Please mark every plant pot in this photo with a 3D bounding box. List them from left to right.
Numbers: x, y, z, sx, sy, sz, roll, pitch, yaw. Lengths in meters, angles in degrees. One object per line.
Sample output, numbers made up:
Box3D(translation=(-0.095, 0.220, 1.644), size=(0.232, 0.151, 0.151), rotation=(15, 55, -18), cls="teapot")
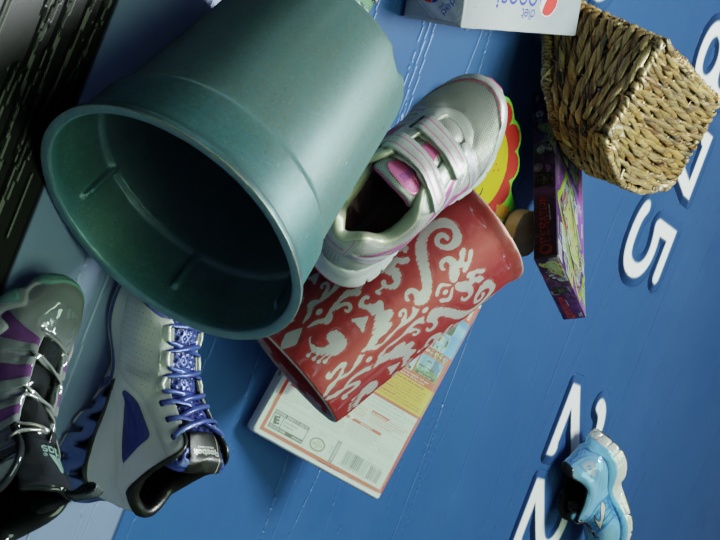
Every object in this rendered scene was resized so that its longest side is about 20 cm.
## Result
Box3D(translation=(-0.078, -0.091, 0.941), size=(0.196, 0.200, 0.200), rotation=(-54, 143, -34), cls="plant pot")

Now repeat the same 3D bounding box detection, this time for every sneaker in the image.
Box3D(translation=(-0.209, 0.104, 0.887), size=(0.200, 0.140, 0.078), rotation=(-60, 144, -13), cls="sneaker")
Box3D(translation=(-0.137, 0.094, 1.003), size=(0.081, 0.115, 0.200), rotation=(20, 90, -56), cls="sneaker")
Box3D(translation=(0.042, -0.072, 1.040), size=(0.200, 0.081, 0.088), rotation=(-50, 178, -8), cls="sneaker")
Box3D(translation=(0.282, 0.291, 1.725), size=(0.090, 0.078, 0.200), rotation=(-28, 127, -20), cls="sneaker")

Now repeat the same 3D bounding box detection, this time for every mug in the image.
Box3D(translation=(0.003, 0.006, 1.140), size=(0.200, 0.178, 0.133), rotation=(-42, 156, -11), cls="mug")

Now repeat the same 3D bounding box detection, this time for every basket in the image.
Box3D(translation=(0.246, -0.169, 1.384), size=(0.200, 0.149, 0.143), rotation=(22, 99, -58), cls="basket")

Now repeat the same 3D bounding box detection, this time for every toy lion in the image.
Box3D(translation=(0.088, -0.067, 1.283), size=(0.200, 0.069, 0.192), rotation=(-46, 132, -30), cls="toy lion")

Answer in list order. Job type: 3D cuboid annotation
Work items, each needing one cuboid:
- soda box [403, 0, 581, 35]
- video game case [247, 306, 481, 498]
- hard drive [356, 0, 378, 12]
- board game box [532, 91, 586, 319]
Box3D(translation=(0.125, -0.251, 1.232), size=(0.200, 0.063, 0.068), rotation=(-10, 113, -51), cls="soda box")
Box3D(translation=(0.006, 0.083, 1.210), size=(0.143, 0.017, 0.200), rotation=(32, 82, -24), cls="video game case")
Box3D(translation=(0.007, -0.309, 1.067), size=(0.200, 0.038, 0.140), rotation=(-61, 144, -14), cls="hard drive")
Box3D(translation=(0.199, -0.066, 1.373), size=(0.120, 0.032, 0.200), rotation=(50, 36, -49), cls="board game box")
